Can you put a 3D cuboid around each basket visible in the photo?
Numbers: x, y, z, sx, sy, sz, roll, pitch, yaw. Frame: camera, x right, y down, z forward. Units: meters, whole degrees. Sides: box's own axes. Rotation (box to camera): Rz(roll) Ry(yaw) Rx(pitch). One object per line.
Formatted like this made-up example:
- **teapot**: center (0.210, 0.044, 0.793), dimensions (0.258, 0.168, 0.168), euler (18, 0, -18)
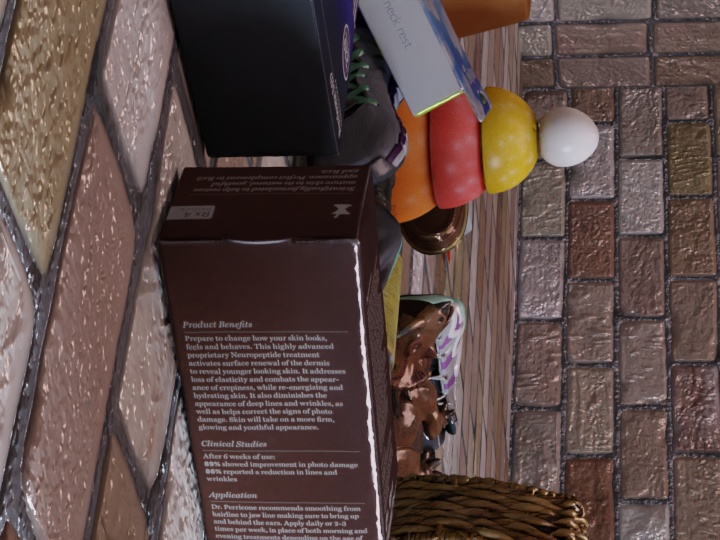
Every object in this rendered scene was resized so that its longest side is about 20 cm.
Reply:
- **basket**: center (0.059, 0.235, 1.306), dimensions (0.144, 0.198, 0.150), euler (83, 11, -46)

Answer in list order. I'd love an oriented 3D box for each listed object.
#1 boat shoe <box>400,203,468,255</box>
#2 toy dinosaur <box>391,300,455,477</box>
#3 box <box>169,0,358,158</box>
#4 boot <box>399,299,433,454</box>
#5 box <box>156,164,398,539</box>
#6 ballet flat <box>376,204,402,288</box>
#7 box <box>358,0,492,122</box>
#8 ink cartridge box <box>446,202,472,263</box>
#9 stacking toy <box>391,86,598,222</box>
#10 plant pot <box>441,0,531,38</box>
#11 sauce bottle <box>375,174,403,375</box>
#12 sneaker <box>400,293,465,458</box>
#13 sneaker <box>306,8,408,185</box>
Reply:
- **boat shoe**: center (0.060, -0.107, 1.814), dimensions (0.068, 0.071, 0.202), euler (70, 15, -53)
- **toy dinosaur**: center (0.014, 0.115, 1.428), dimensions (0.135, 0.085, 0.202), euler (18, 84, -75)
- **box**: center (-0.051, -0.177, 0.986), dimensions (0.201, 0.078, 0.142), euler (80, 15, -49)
- **boot**: center (0.032, 0.146, 1.619), dimensions (0.187, 0.064, 0.202), euler (-66, 155, -61)
- **box**: center (-0.038, 0.048, 0.985), dimensions (0.075, 0.099, 0.201), euler (-80, 168, -53)
- **ballet flat**: center (-0.020, 0.028, 1.265), dimensions (0.073, 0.072, 0.201), euler (80, 18, -50)
- **box**: center (0.030, -0.194, 1.390), dimensions (0.201, 0.047, 0.122), euler (64, 12, -6)
- **ink cartridge box**: center (0.116, -0.115, 2.283), dimensions (0.200, 0.056, 0.164), euler (56, 34, -68)
- **stacking toy**: center (0.098, -0.106, 1.596), dimensions (0.146, 0.198, 0.148), euler (0, 90, -82)
- **plant pot**: center (0.079, -0.286, 1.688), dimensions (0.200, 0.138, 0.202), euler (1, 90, -82)
- **sauce bottle**: center (0.000, 0.000, 1.375), dimensions (0.065, 0.064, 0.201), euler (80, 14, -49)
- **sneaker**: center (0.061, 0.108, 1.763), dimensions (0.200, 0.077, 0.141), euler (66, 24, -70)
- **sneaker**: center (-0.014, -0.124, 1.343), dimensions (0.200, 0.074, 0.088), euler (-88, 156, -63)
